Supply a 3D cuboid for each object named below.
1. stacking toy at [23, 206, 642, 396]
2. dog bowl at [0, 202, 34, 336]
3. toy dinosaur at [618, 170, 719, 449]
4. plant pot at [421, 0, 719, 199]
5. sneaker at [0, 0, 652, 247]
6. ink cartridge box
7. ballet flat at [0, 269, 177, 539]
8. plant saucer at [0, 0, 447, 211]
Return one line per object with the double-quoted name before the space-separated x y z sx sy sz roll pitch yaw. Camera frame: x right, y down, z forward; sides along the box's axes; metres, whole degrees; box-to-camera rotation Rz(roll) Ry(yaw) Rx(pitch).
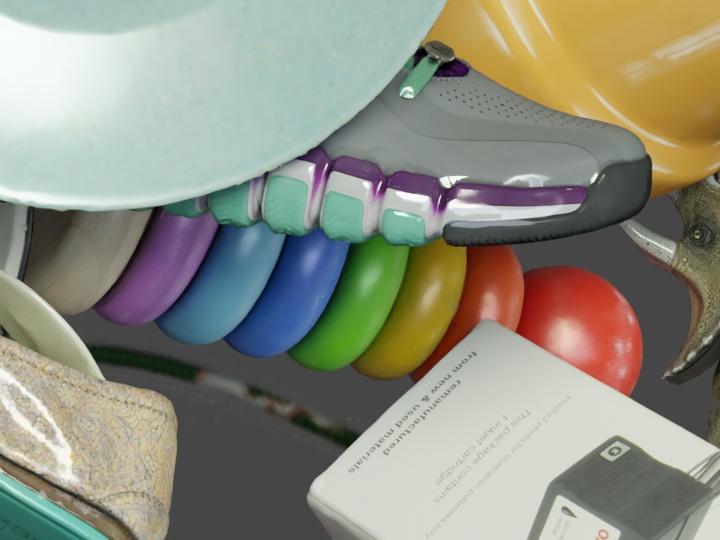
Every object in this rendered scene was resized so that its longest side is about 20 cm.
"stacking toy" 0.000 0.000 0.885 0.200 0.085 0.085 19 82 -20
"dog bowl" -0.198 -0.022 0.822 0.200 0.074 0.200 1 88 -17
"toy dinosaur" 0.142 0.048 0.862 0.102 0.200 0.077 -16 134 6
"plant pot" 0.105 -0.130 0.824 0.200 0.183 0.200 25 58 -48
"sneaker" -0.020 -0.056 0.765 0.200 0.074 0.088 5 101 8
"ink cartridge box" 0.097 0.118 0.822 0.084 0.200 0.145 -43 129 -14
"ballet flat" -0.135 0.014 0.777 0.200 0.068 0.067 34 59 -19
"plant saucer" -0.068 -0.114 0.708 0.201 0.039 0.201 -1 113 -2
